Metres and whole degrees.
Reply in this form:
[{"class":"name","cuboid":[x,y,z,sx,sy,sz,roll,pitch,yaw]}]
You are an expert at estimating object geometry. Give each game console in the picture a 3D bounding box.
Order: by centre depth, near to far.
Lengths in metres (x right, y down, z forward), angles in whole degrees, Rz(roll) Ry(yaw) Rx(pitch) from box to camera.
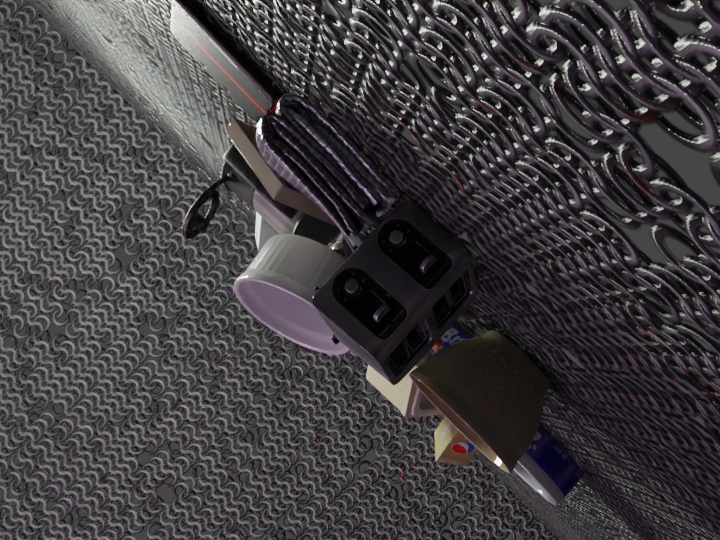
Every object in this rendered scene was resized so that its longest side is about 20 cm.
[{"class":"game console","cuboid":[-0.188,-0.294,1.481,0.200,0.031,0.177,45,169,-6]}]

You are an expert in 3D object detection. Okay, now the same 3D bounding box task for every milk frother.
[{"class":"milk frother","cuboid":[-0.159,-0.091,1.683,0.188,0.201,0.180,42,-158,29]}]

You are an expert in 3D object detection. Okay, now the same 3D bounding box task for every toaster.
[{"class":"toaster","cuboid":[0.046,0.035,1.346,0.119,0.181,0.200,41,172,20]}]

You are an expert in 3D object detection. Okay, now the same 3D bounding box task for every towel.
[{"class":"towel","cuboid":[-0.051,-0.128,1.371,0.200,0.086,0.166,46,174,-5]}]

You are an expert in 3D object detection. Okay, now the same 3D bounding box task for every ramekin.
[{"class":"ramekin","cuboid":[-0.082,0.033,1.605,0.200,0.098,0.201,25,158,11]}]

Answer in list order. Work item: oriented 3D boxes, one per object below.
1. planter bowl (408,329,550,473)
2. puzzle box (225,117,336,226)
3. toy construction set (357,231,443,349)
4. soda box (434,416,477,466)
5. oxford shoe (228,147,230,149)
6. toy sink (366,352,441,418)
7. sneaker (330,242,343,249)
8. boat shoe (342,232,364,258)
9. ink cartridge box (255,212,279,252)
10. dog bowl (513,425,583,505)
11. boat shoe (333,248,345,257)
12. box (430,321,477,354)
[{"class":"planter bowl","cuboid":[0.187,0.173,1.528,0.200,0.135,0.200,45,174,6]},{"class":"puzzle box","cuboid":[-0.107,-0.143,1.539,0.133,0.025,0.200,20,-157,-41]},{"class":"toy construction set","cuboid":[0.069,0.027,1.611,0.201,0.092,0.131,56,173,-2]},{"class":"soda box","cuboid":[0.198,0.286,1.971,0.064,0.068,0.200,11,141,-12]},{"class":"oxford shoe","cuboid":[-0.180,-0.164,2.040,0.200,0.073,0.084,45,178,11]},{"class":"toy sink","cuboid":[0.121,0.203,2.001,0.130,0.113,0.200,-3,-155,-34]},{"class":"sneaker","cuboid":[-0.015,-0.004,2.022,0.200,0.075,0.100,68,178,-78]},{"class":"boat shoe","cuboid":[0.000,0.000,1.755,0.072,0.071,0.200,40,-165,-38]},{"class":"ink cartridge box","cuboid":[-0.127,-0.079,1.887,0.114,0.068,0.200,4,-168,-8]},{"class":"dog bowl","cuboid":[0.321,0.343,1.999,0.200,0.079,0.200,45,174,6]},{"class":"boat shoe","cuboid":[-0.010,0.044,1.876,0.200,0.068,0.072,56,-148,-39]},{"class":"box","cuboid":[0.187,0.152,1.715,0.200,0.064,0.070,40,173,34]}]
